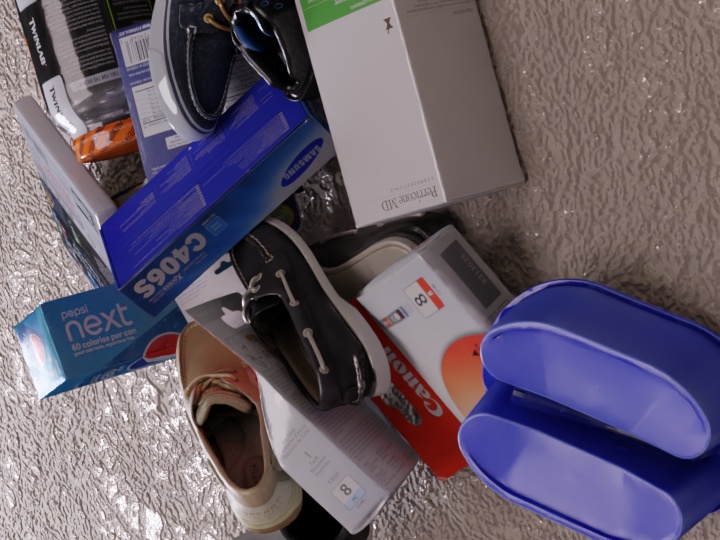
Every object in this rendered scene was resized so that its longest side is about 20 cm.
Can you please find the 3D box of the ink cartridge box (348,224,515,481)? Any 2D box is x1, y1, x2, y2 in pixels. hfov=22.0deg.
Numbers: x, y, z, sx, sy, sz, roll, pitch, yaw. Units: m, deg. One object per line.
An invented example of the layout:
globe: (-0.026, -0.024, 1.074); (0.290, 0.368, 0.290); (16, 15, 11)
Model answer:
ink cartridge box: (0.052, 0.074, 1.344); (0.162, 0.050, 0.200); (49, 138, -3)

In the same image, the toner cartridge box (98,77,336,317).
toner cartridge box: (-0.110, -0.063, 1.424); (0.200, 0.043, 0.095); (-41, 36, 10)

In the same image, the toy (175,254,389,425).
toy: (-0.058, 0.071, 1.519); (0.115, 0.047, 0.201); (-31, 86, 27)

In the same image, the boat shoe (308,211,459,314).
boat shoe: (0.000, 0.000, 1.415); (0.200, 0.057, 0.067); (-16, 109, 49)

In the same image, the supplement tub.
supplement tub: (-0.224, -0.200, 1.581); (0.122, 0.122, 0.201); (-19, 87, 53)

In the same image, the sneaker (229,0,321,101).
sneaker: (-0.055, -0.224, 1.364); (0.073, 0.112, 0.201); (-24, 84, 50)

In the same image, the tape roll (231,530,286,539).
tape roll: (-0.077, 0.325, 1.519); (0.139, 0.202, 0.203); (-43, 69, 50)

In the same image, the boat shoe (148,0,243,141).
boat shoe: (-0.107, -0.203, 1.423); (0.091, 0.071, 0.201); (-11, 72, 31)

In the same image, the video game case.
video game case: (-0.246, -0.039, 1.675); (0.200, 0.023, 0.182); (48, 158, 43)

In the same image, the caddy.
caddy: (0.161, 0.090, 1.197); (0.199, 0.105, 0.142); (23, 115, 22)

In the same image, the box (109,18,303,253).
box: (-0.120, -0.112, 1.491); (0.121, 0.032, 0.201); (-15, 85, 13)

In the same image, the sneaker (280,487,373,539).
sneaker: (-0.067, 0.144, 1.446); (0.200, 0.071, 0.099); (47, 179, 6)

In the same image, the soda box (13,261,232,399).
soda box: (-0.182, 0.044, 1.548); (0.064, 0.199, 0.068); (-32, 77, 54)

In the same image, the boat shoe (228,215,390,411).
boat shoe: (-0.053, 0.031, 1.372); (0.200, 0.060, 0.074); (50, 148, 36)

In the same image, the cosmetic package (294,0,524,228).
cosmetic package: (0.031, -0.141, 1.308); (0.107, 0.085, 0.201); (-16, 89, 50)

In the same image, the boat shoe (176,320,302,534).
boat shoe: (-0.099, 0.105, 1.406); (0.065, 0.072, 0.200); (63, -177, -51)

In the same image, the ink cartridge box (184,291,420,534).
ink cartridge box: (-0.050, 0.103, 1.395); (0.200, 0.160, 0.047); (41, 100, 5)

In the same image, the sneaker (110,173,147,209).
sneaker: (-0.156, -0.043, 1.603); (0.200, 0.070, 0.090); (-21, 91, 57)
